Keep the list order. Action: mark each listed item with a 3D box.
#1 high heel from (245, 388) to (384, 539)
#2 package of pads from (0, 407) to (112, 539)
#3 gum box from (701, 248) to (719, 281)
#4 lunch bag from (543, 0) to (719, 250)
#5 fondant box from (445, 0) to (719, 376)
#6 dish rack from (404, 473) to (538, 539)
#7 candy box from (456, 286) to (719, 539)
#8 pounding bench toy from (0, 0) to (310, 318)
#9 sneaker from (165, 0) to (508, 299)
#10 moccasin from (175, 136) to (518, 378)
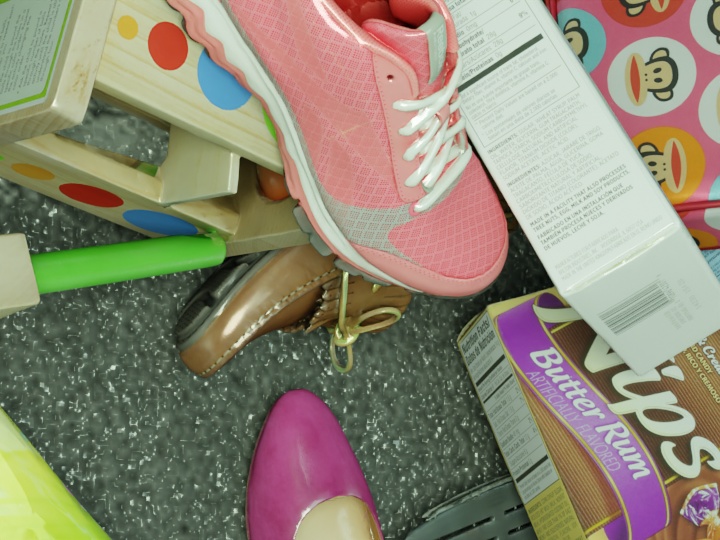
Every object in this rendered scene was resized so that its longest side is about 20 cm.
[{"bbox_3d":[0.007,0.149,0.726,0.067,0.096,0.201,-14,91,-35],"label":"high heel"},{"bbox_3d":[-0.174,0.128,0.625,0.200,0.068,0.155,52,60,-17],"label":"package of pads"},{"bbox_3d":[0.249,-0.002,0.900,0.169,0.045,0.201,8,55,-33],"label":"gum box"},{"bbox_3d":[0.162,-0.109,0.837,0.082,0.176,0.201,39,48,-63],"label":"lunch bag"},{"bbox_3d":[0.085,-0.063,0.735,0.200,0.058,0.144,64,12,25],"label":"fondant box"},{"bbox_3d":[0.094,0.200,0.801,0.153,0.054,0.201,-16,95,-35],"label":"dish rack"},{"bbox_3d":[0.139,0.099,0.787,0.116,0.056,0.201,-15,73,-21],"label":"candy box"},{"bbox_3d":[-0.086,-0.050,0.669,0.156,0.124,0.201,24,70,-37],"label":"pounding bench toy"},{"bbox_3d":[0.006,-0.064,0.610,0.200,0.087,0.074,52,56,-25],"label":"sneaker"},{"bbox_3d":[-0.001,0.001,0.764,0.201,0.074,0.078,-31,92,-43],"label":"moccasin"}]
